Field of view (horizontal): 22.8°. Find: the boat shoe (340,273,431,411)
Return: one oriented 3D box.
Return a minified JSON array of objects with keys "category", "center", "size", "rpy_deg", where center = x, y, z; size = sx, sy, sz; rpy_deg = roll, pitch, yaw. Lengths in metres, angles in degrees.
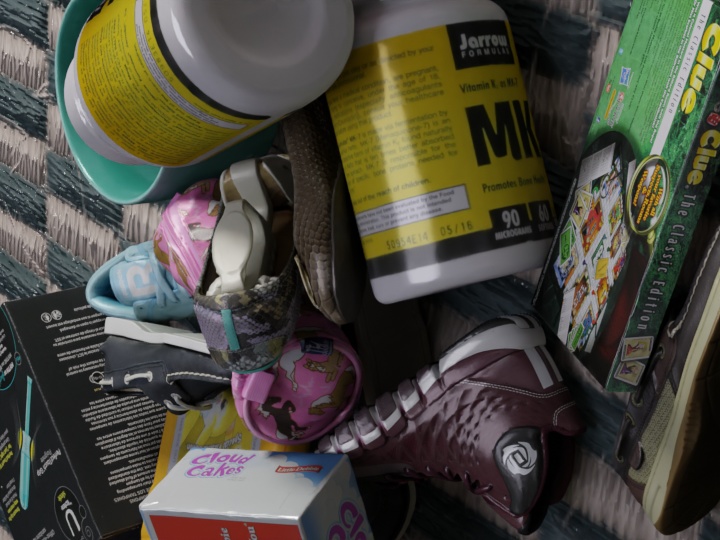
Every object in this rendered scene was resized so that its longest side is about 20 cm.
[{"category":"boat shoe","center":[0.000,0.000,1.140],"size":[0.063,0.073,0.200],"rpy_deg":[14,116,48]}]

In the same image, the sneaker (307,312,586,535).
[{"category":"sneaker","center":[0.051,0.122,1.074],"size":[0.200,0.076,0.116],"rpy_deg":[-40,75,29]}]

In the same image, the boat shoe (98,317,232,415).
[{"category":"boat shoe","center":[-0.123,0.072,1.255],"size":[0.200,0.076,0.060],"rpy_deg":[5,86,61]}]

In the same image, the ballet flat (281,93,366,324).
[{"category":"ballet flat","center":[-0.030,-0.061,1.054],"size":[0.046,0.067,0.200],"rpy_deg":[-11,69,11]}]

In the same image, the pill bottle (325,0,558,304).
[{"category":"pill bottle","center":[0.040,-0.089,1.023],"size":[0.114,0.114,0.200],"rpy_deg":[-16,88,54]}]

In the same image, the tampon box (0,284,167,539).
[{"category":"tampon box","center":[-0.214,0.130,1.417],"size":[0.150,0.126,0.200],"rpy_deg":[-44,66,50]}]

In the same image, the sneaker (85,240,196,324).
[{"category":"sneaker","center":[-0.136,0.009,1.315],"size":[0.200,0.082,0.074],"rpy_deg":[-21,84,54]}]

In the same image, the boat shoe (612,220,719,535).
[{"category":"boat shoe","center":[0.169,0.046,0.925],"size":[0.065,0.073,0.200],"rpy_deg":[36,128,36]}]

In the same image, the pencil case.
[{"category":"pencil case","center":[-0.069,0.023,1.142],"size":[0.200,0.083,0.087],"rpy_deg":[-123,17,-49]}]

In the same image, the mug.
[{"category":"mug","center":[-0.115,-0.118,1.222],"size":[0.185,0.114,0.152],"rpy_deg":[47,134,34]}]

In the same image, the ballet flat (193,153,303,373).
[{"category":"ballet flat","center":[-0.060,-0.027,1.074],"size":[0.200,0.072,0.072],"rpy_deg":[-83,13,-50]}]

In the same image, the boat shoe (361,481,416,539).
[{"category":"boat shoe","center":[-0.032,0.173,1.244],"size":[0.201,0.063,0.074],"rpy_deg":[-31,74,51]}]

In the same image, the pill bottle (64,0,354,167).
[{"category":"pill bottle","center":[-0.096,-0.123,1.021],"size":[0.200,0.112,0.113],"rpy_deg":[-20,84,59]}]

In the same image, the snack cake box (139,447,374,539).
[{"category":"snack cake box","center":[-0.046,0.210,1.105],"size":[0.115,0.067,0.200],"rpy_deg":[0,121,30]}]

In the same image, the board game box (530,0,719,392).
[{"category":"board game box","center":[0.144,-0.049,0.916],"size":[0.105,0.023,0.200],"rpy_deg":[-121,44,-61]}]

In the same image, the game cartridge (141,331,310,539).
[{"category":"game cartridge","center":[-0.095,0.133,1.265],"size":[0.176,0.032,0.200],"rpy_deg":[-16,57,54]}]
